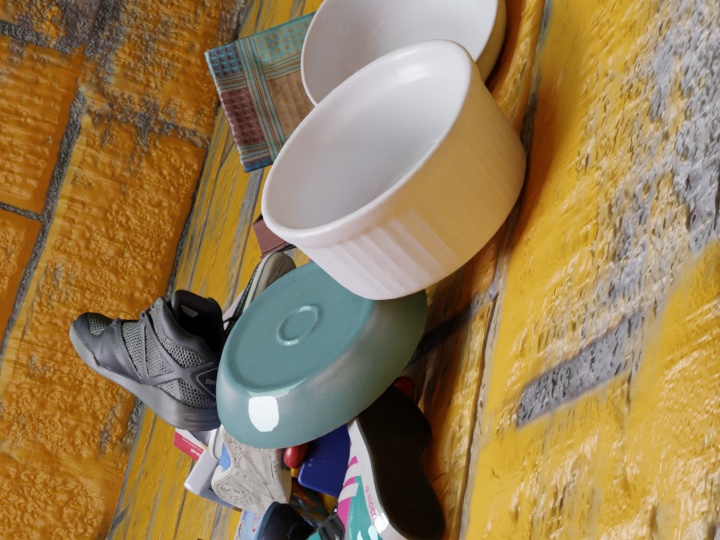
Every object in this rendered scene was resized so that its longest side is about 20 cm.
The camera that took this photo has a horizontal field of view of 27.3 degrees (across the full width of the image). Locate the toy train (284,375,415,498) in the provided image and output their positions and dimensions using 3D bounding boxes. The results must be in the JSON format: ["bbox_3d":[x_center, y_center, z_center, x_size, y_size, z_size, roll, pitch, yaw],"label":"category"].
[{"bbox_3d":[0.005,0.096,1.274,0.116,0.085,0.200,75,-146,-82],"label":"toy train"}]

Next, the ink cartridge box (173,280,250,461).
[{"bbox_3d":[-0.126,0.119,1.606,0.147,0.083,0.200,-54,-8,-29],"label":"ink cartridge box"}]

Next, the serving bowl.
[{"bbox_3d":[0.047,-0.200,1.331,0.200,0.066,0.200,-15,57,25],"label":"serving bowl"}]

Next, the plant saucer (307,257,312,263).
[{"bbox_3d":[-0.003,-0.063,1.536,0.201,0.051,0.201,-160,90,-80],"label":"plant saucer"}]

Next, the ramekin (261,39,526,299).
[{"bbox_3d":[0.030,-0.073,1.138,0.200,0.098,0.200,-31,31,21],"label":"ramekin"}]

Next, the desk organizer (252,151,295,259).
[{"bbox_3d":[-0.043,-0.070,1.325,0.200,0.072,0.077,-22,87,68],"label":"desk organizer"}]

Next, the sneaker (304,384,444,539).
[{"bbox_3d":[0.004,0.180,1.136,0.121,0.084,0.200,-57,19,25],"label":"sneaker"}]

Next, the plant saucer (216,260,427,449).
[{"bbox_3d":[-0.041,0.053,1.189,0.200,0.036,0.200,-24,35,18],"label":"plant saucer"}]

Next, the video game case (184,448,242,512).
[{"bbox_3d":[-0.102,0.153,1.496,0.182,0.024,0.200,-60,-14,-9],"label":"video game case"}]

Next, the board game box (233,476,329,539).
[{"bbox_3d":[-0.092,0.311,1.434,0.196,0.056,0.200,-155,82,-77],"label":"board game box"}]

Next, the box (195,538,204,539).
[{"bbox_3d":[-0.141,0.347,1.358,0.200,0.049,0.160,-170,94,-77],"label":"box"}]

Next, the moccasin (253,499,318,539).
[{"bbox_3d":[-0.046,0.230,1.204,0.200,0.068,0.080,56,-125,-78],"label":"moccasin"}]

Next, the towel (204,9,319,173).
[{"bbox_3d":[-0.036,-0.184,1.398,0.022,0.200,0.147,74,176,-63],"label":"towel"}]

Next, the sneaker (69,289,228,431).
[{"bbox_3d":[-0.185,0.057,1.339,0.199,0.076,0.114,27,105,43],"label":"sneaker"}]

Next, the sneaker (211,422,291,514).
[{"bbox_3d":[-0.082,0.135,1.310,0.200,0.077,0.111,94,-166,-58],"label":"sneaker"}]

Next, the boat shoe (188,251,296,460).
[{"bbox_3d":[-0.113,0.074,1.362,0.075,0.062,0.200,5,-74,-58],"label":"boat shoe"}]
